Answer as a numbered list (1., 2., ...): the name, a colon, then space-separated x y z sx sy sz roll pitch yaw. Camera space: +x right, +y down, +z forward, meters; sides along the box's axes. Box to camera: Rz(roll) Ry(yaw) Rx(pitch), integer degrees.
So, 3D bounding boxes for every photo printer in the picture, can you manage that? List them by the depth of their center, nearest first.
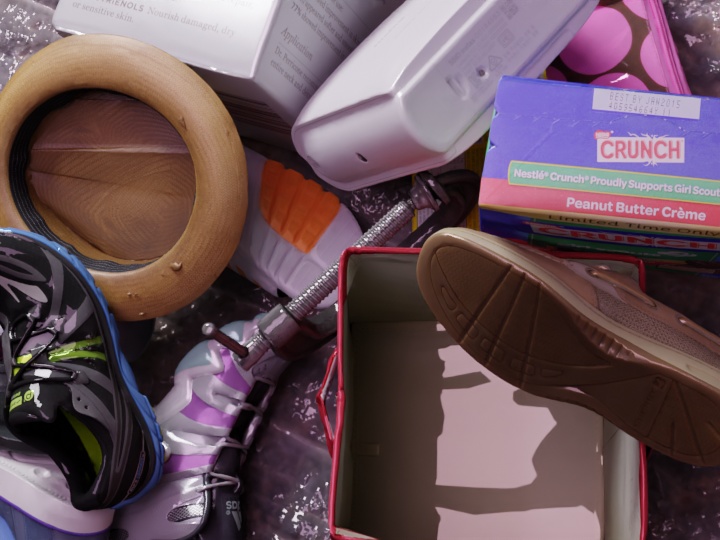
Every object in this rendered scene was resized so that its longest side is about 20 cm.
1. photo printer: 0.045 -0.128 1.224 0.069 0.200 0.166 47 71 -13

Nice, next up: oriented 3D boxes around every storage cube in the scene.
1. storage cube: 0.073 0.095 1.151 0.198 0.180 0.172 2 74 0

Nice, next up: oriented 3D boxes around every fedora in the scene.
1. fedora: -0.154 -0.063 1.280 0.199 0.082 0.202 3 99 21

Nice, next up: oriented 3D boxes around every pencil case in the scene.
1. pencil case: 0.174 -0.115 1.253 0.094 0.090 0.201 -37 61 46

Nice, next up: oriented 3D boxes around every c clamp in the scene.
1. c clamp: 0.000 0.000 1.209 0.200 0.171 0.027 -41 73 -4

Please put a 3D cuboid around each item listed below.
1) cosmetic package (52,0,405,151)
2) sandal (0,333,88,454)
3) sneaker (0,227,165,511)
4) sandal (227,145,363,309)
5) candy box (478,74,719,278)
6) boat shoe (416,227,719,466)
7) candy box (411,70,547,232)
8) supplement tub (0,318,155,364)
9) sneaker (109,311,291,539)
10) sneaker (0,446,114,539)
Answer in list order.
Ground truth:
1. cosmetic package: -0.074 -0.209 1.331 0.165 0.167 0.201 16 79 26
2. sandal: -0.265 0.065 1.286 0.199 0.075 0.048 23 124 7
3. sneaker: -0.196 0.062 1.234 0.071 0.083 0.201 -27 90 38
4. sandal: -0.079 -0.041 1.341 0.206 0.059 0.079 39 62 18
5. candy box: 0.154 -0.048 1.086 0.168 0.200 0.078 7 83 5
6. boat shoe: 0.123 0.033 1.048 0.199 0.065 0.071 32 129 6
7. candy box: 0.085 -0.055 1.301 0.102 0.026 0.201 -7 71 23
8. supplement tub: -0.246 0.020 1.361 0.199 0.107 0.108 6 76 23
9. sneaker: -0.089 0.132 1.289 0.200 0.078 0.140 -41 65 15
10. sneaker: -0.257 0.175 1.310 0.199 0.080 0.147 28 116 23
